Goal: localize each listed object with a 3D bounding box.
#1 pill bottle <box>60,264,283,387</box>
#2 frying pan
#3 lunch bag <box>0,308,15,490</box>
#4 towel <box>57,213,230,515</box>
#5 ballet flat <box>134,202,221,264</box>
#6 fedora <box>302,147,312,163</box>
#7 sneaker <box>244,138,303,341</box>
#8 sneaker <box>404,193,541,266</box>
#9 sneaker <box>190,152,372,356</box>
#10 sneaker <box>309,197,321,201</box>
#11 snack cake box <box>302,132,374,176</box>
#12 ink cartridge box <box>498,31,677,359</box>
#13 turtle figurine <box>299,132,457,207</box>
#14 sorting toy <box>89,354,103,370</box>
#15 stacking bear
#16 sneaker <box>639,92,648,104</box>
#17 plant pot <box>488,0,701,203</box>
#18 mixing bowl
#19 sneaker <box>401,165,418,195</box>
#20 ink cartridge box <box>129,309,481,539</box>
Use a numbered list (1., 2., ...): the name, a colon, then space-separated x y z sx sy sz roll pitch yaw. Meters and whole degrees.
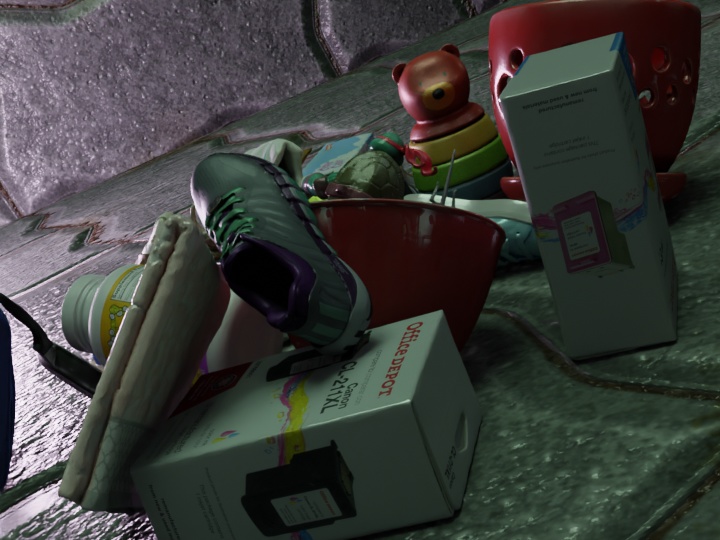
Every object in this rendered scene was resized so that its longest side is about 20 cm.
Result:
1. pill bottle: -0.175 0.051 1.037 0.197 0.106 0.104 7 27 29
2. frying pan: -0.269 0.087 1.061 0.031 0.114 0.190 -59 -15 -15
3. lunch bag: -0.381 0.105 1.025 0.134 0.204 0.132 -3 9 -25
4. towel: -0.140 0.074 0.789 0.032 0.194 0.200 19 -12 3
5. ballet flat: -0.173 -0.033 1.203 0.197 0.073 0.068 -16 15 18
6. fedora: -0.097 -0.058 1.376 0.201 0.082 0.201 -50 4 5
7. sneaker: -0.086 -0.033 1.119 0.069 0.204 0.080 1 -12 -30
8. sneaker: 0.115 -0.019 1.085 0.197 0.074 0.083 6 71 38
9. sneaker: -0.073 -0.026 0.778 0.087 0.200 0.075 18 -68 -52
10. sneaker: 0.000 0.000 1.141 0.075 0.106 0.201 -25 46 -1
11. snack cake box: -0.017 -0.077 1.323 0.066 0.117 0.200 -11 17 15
12. ink cartridge box: 0.175 -0.057 0.844 0.083 0.203 0.145 -10 18 20
13. turtle figurine: 0.000 -0.053 1.037 0.148 0.101 0.202 25 78 18
14. sorting toy: -0.184 0.046 1.218 0.198 0.071 0.198 -5 22 47
15. stacking bear: 0.098 -0.128 1.184 0.119 0.203 0.114 -18 15 9
16. sneaker: 0.252 -0.188 1.351 0.198 0.114 0.071 -8 19 41
17. plant pot: 0.222 -0.153 1.080 0.196 0.186 0.200 -2 5 0
18. mixing bowl: 0.014 0.024 0.884 0.196 0.111 0.200 3 -12 1
19. sneaker: 0.049 -0.051 1.268 0.069 0.110 0.199 -18 -15 19
20. ink cartridge box: -0.030 0.111 0.761 0.197 0.084 0.146 -17 16 18
